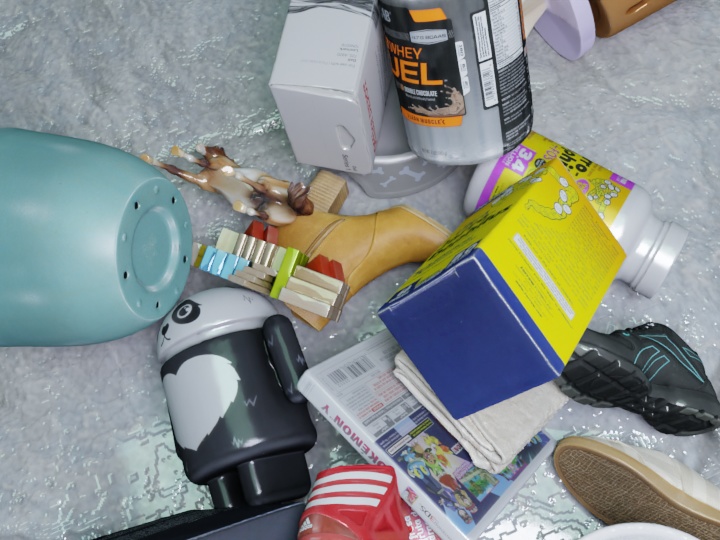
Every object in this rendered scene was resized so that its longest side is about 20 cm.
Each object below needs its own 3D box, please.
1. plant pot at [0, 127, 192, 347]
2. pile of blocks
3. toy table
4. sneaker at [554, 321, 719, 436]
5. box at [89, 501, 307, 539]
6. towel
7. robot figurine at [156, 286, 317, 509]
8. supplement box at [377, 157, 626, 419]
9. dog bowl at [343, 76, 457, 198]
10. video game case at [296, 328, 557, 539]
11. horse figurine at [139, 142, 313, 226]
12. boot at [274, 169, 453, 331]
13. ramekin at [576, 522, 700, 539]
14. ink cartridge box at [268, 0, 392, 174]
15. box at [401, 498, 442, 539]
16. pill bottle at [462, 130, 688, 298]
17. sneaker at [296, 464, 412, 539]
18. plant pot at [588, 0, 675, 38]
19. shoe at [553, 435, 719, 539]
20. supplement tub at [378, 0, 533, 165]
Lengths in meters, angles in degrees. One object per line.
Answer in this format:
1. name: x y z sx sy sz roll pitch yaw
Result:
1. plant pot: -0.250 -0.023 0.747 0.159 0.201 0.203 5 69 18
2. pile of blocks: -0.090 -0.012 0.758 0.198 0.082 0.063 18 85 34
3. toy table: 0.146 -0.282 0.856 0.117 0.184 0.201 -36 101 -3
4. sneaker: 0.239 0.084 0.732 0.198 0.075 0.080 25 54 -27
5. box: -0.112 0.287 0.606 0.122 0.198 0.203 -7 80 -37
6. towel: 0.124 0.085 0.738 0.133 0.035 0.199 47 43 16
7. robot figurine: -0.112 0.114 0.739 0.148 0.125 0.202 -18 72 -2
8. supplement box: 0.123 0.009 0.682 0.110 0.108 0.200 53 41 -5
9. dog bowl: 0.027 -0.180 0.879 0.197 0.059 0.203 -1 70 4
10. video game case: 0.065 0.125 0.709 0.182 0.199 0.023 43 119 17
11. horse figurine: -0.115 -0.083 0.799 0.198 0.132 0.051 24 96 29
12. boot: -0.001 0.000 0.814 0.199 0.071 0.145 26 78 18
13. ramekin: 0.216 0.310 0.654 0.197 0.098 0.203 0 67 -1
14. ink cartridge box: -0.015 -0.215 0.786 0.083 0.146 0.203 8 70 10
15. box: 0.062 0.290 0.677 0.094 0.100 0.202 -17 69 -2
16. pill bottle: 0.205 -0.054 0.795 0.198 0.104 0.105 30 74 13
17. sneaker: 0.035 0.210 0.590 0.078 0.200 0.116 -23 33 31
18. plant pot: 0.268 -0.344 0.865 0.140 0.200 0.201 -40 71 6
19. shoe: 0.265 0.201 0.727 0.198 0.071 0.053 28 31 17
20. supplement tub: 0.083 -0.205 0.723 0.121 0.202 0.123 -11 34 7
